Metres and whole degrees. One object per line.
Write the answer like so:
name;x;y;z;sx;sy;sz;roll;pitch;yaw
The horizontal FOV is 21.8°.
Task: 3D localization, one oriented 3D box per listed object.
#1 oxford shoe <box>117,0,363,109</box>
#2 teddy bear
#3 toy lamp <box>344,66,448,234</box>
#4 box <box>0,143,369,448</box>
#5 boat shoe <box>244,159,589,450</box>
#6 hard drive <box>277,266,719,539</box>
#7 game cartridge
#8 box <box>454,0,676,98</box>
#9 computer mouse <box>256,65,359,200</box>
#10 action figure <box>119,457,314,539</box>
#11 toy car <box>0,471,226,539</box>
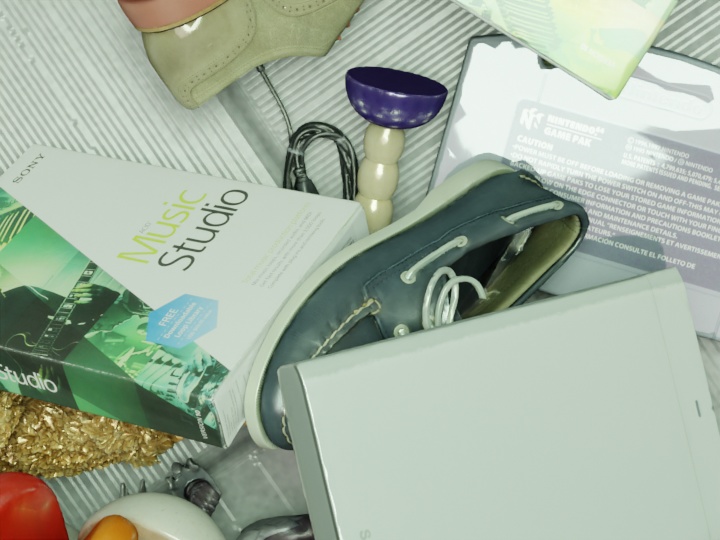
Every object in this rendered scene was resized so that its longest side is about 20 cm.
oxford shoe;-0.020;-0.149;0.920;0.200;0.070;0.075;-28;120;-11
teddy bear;-0.143;0.079;0.935;0.199;0.145;0.067;-9;85;1
toy lamp;0.000;0.000;0.940;0.058;0.058;0.201;13;108;4
box;-0.114;0.005;0.890;0.199;0.144;0.036;10;133;27
boat shoe;0.029;0.020;0.857;0.062;0.200;0.075;23;134;35
hard drive;0.070;0.083;0.820;0.199;0.026;0.132;-13;90;-28
game cartridge;0.138;-0.046;0.941;0.199;0.041;0.134;17;102;3
box;0.102;-0.195;0.805;0.144;0.036;0.200;31;101;1
computer mouse;-0.052;-0.098;0.953;0.058;0.034;0.201;-26;95;8
action figure;-0.052;0.153;0.971;0.199;0.069;0.131;-14;104;11
toy car;-0.171;0.164;0.877;0.199;0.175;0.150;-13;123;36
